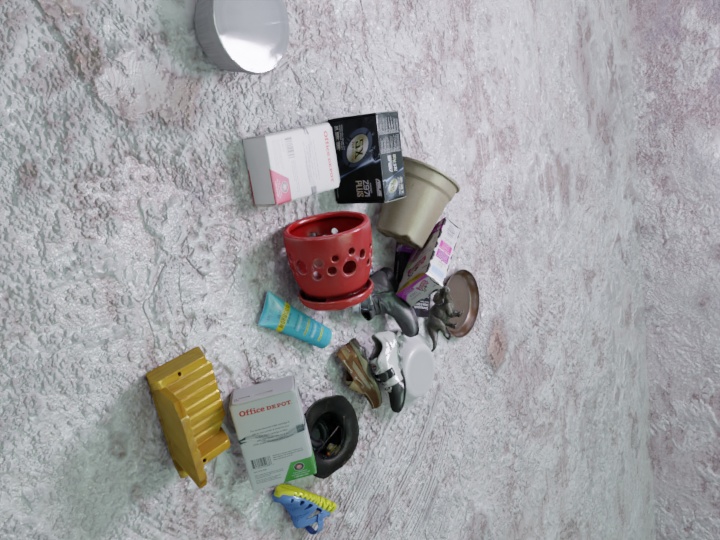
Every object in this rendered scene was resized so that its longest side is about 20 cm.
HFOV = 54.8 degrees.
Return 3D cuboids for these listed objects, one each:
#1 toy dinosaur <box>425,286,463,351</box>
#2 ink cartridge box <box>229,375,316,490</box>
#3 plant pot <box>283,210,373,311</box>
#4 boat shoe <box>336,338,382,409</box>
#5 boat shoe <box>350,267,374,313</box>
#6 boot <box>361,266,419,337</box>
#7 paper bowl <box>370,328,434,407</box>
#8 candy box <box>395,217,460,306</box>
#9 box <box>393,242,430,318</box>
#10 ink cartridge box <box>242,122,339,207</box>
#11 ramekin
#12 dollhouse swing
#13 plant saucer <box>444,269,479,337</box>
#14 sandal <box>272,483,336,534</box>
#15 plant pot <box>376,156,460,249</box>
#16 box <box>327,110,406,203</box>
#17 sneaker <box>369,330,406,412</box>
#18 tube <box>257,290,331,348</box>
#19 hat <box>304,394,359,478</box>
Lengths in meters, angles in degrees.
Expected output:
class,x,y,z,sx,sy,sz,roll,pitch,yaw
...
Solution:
class,x,y,z,sx,sy,sz,roll,pitch,yaw
toy dinosaur,0.230,0.132,1.978,0.077,0.101,0.204,-34,147,-65
ink cartridge box,-0.184,0.342,1.475,0.143,0.083,0.205,-12,106,-4
plant pot,-0.064,-0.018,1.553,0.199,0.197,0.187,-26,114,-44
boat shoe,-0.007,0.264,1.737,0.073,0.076,0.203,-27,115,-9
boat shoe,0.000,0.000,1.690,0.066,0.072,0.205,-6,87,-7
boot,0.059,0.101,1.775,0.131,0.070,0.203,-28,85,-41
paper bowl,0.123,0.261,1.850,0.198,0.103,0.206,-3,94,-47
candy box,0.175,-0.023,1.787,0.060,0.136,0.203,34,51,-15
box,0.143,0.025,1.908,0.141,0.036,0.206,10,84,-47
ink cartridge box,-0.148,-0.234,1.527,0.198,0.082,0.150,-23,109,-45
ramekin,-0.243,-0.495,1.396,0.200,0.093,0.208,-5,97,-47
dollhouse swing,-0.299,0.279,1.325,0.180,0.173,0.205,-28,111,-43
plant saucer,0.293,0.098,2.083,0.198,0.032,0.206,-4,95,-47
sandal,-0.132,0.553,1.605,0.199,0.078,0.089,39,69,-41
plant pot,0.132,-0.165,1.787,0.199,0.198,0.187,29,83,-45
box,0.014,-0.266,1.648,0.085,0.161,0.205,-18,106,-46
sneaker,0.061,0.251,1.722,0.087,0.074,0.205,3,71,-26
tube,-0.149,0.120,1.582,0.198,0.050,0.079,31,63,-39
hat,-0.093,0.377,1.631,0.198,0.080,0.206,-12,107,-42
